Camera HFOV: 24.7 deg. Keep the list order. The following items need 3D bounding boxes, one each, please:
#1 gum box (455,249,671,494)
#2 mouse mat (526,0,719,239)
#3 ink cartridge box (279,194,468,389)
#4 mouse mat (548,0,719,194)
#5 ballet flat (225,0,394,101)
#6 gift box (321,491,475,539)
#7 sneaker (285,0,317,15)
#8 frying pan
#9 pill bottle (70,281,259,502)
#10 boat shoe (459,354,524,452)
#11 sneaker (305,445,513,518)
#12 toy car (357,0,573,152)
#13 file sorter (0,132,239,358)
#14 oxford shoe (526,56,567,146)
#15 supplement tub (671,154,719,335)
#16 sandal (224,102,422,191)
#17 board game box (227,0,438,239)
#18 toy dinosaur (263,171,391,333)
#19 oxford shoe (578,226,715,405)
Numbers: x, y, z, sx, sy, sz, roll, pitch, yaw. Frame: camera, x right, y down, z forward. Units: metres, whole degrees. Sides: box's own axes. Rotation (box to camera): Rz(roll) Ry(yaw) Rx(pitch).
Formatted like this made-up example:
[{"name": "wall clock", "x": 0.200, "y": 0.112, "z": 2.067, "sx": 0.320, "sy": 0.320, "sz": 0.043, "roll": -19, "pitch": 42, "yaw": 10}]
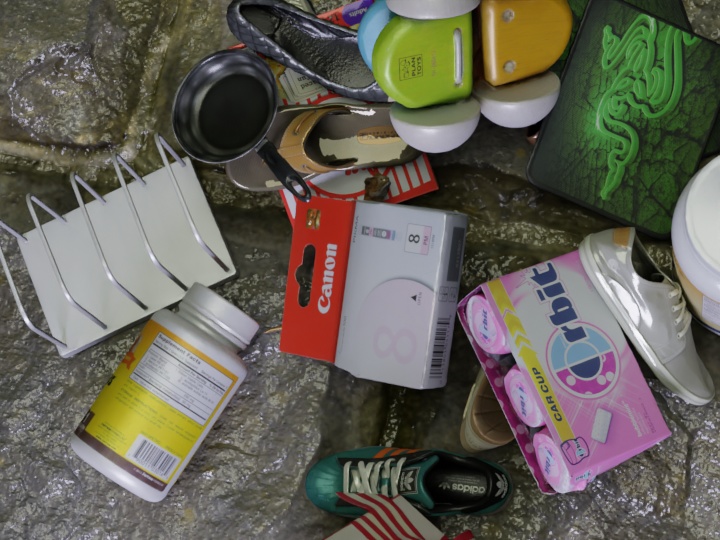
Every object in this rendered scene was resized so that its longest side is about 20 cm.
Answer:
[{"name": "gum box", "x": 0.184, "y": 0.095, "z": 1.485, "sx": 0.113, "sy": 0.066, "sz": 0.200, "roll": -19, "pitch": 76, "yaw": -25}, {"name": "mouse mat", "x": 0.259, "y": -0.147, "z": 1.568, "sx": 0.161, "sy": 0.008, "sz": 0.200, "roll": 22, "pitch": 83, "yaw": -10}, {"name": "ink cartridge box", "x": -0.001, "y": 0.015, "z": 1.539, "sx": 0.200, "sy": 0.057, "sz": 0.163, "roll": 9, "pitch": 93, "yaw": 31}, {"name": "mouse mat", "x": 0.258, "y": -0.186, "z": 1.583, "sx": 0.161, "sy": 0.008, "sz": 0.200, "roll": -21, "pitch": 93, "yaw": -11}, {"name": "ballet flat", "x": -0.035, "y": -0.206, "z": 1.557, "sx": 0.200, "sy": 0.057, "sz": 0.067, "roll": 20, "pitch": 96, "yaw": -5}, {"name": "gift box", "x": 0.008, "y": 0.309, "z": 1.435, "sx": 0.200, "sy": 0.184, "sz": 0.187, "roll": 40, "pitch": 115, "yaw": 12}, {"name": "sneaker", "x": -0.059, "y": -0.220, "z": 1.677, "sx": 0.075, "sy": 0.085, "sz": 0.200, "roll": -19, "pitch": 98, "yaw": 5}, {"name": "frying pan", "x": -0.096, "y": -0.142, "z": 1.553, "sx": 0.190, "sy": 0.031, "sz": 0.115, "roll": 23, "pitch": 86, "yaw": 27}, {"name": "pill bottle", "x": -0.184, "y": 0.114, "z": 1.589, "sx": 0.109, "sy": 0.109, "sz": 0.200, "roll": 32, "pitch": 83, "yaw": 17}, {"name": "boat shoe", "x": 0.149, "y": 0.084, "z": 1.552, "sx": 0.072, "sy": 0.065, "sz": 0.200, "roll": 32, "pitch": 63, "yaw": -5}, {"name": "sneaker", "x": 0.041, "y": 0.195, "z": 1.539, "sx": 0.199, "sy": 0.080, "sz": 0.072, "roll": -2, "pitch": 77, "yaw": 11}, {"name": "toy car", "x": 0.086, "y": -0.218, "z": 1.502, "sx": 0.200, "sy": 0.175, "sz": 0.150, "roll": -19, "pitch": 35, "yaw": -23}, {"name": "file sorter", "x": -0.249, "y": -0.028, "z": 1.631, "sx": 0.200, "sy": 0.125, "sz": 0.139, "roll": -25, "pitch": 72, "yaw": 4}, {"name": "oxford shoe", "x": 0.209, "y": -0.207, "z": 1.605, "sx": 0.071, "sy": 0.071, "sz": 0.201, "roll": 20, "pitch": 76, "yaw": -25}, {"name": "supplement tub", "x": 0.351, "y": -0.024, "z": 1.474, "sx": 0.144, "sy": 0.200, "sz": 0.145, "roll": -3, "pitch": 75, "yaw": 10}, {"name": "sandal", "x": -0.034, "y": -0.121, "z": 1.573, "sx": 0.199, "sy": 0.054, "sz": 0.081, "roll": -7, "pitch": 99, "yaw": 5}, {"name": "board game box", "x": -0.025, "y": -0.151, "z": 1.620, "sx": 0.151, "sy": 0.046, "sz": 0.200, "roll": -20, "pitch": 98, "yaw": 5}, {"name": "toy dinosaur", "x": 0.000, "y": 0.000, "z": 1.614, "sx": 0.106, "sy": 0.060, "sz": 0.200, "roll": 31, "pitch": 106, "yaw": 17}, {"name": "oxford shoe", "x": 0.274, "y": 0.041, "z": 1.500, "sx": 0.058, "sy": 0.075, "sz": 0.200, "roll": -29, "pitch": 107, "yaw": 24}]
